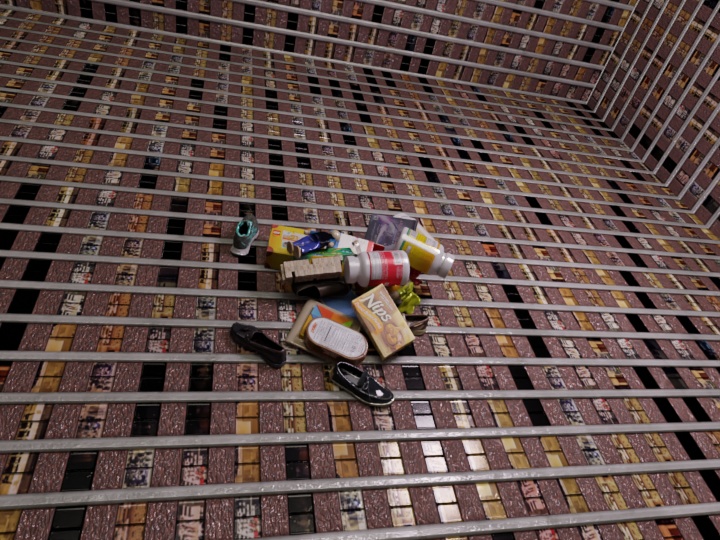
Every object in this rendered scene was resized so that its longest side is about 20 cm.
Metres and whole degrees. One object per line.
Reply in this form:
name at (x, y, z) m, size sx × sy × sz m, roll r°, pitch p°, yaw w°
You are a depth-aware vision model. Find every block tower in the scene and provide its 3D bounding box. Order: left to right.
block tower at (-0.151, -0.002, 1.664) m, size 0.195 × 0.054 × 0.059 m, roll -8°, pitch 70°, yaw -13°

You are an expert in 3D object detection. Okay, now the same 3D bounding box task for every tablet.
tablet at (-0.054, 0.115, 1.735) m, size 0.128 × 0.014 × 0.201 m, roll -17°, pitch 52°, yaw -33°

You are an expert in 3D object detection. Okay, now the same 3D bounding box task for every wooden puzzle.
wooden puzzle at (-0.107, 0.181, 1.613) m, size 0.196 × 0.038 × 0.186 m, roll 20°, pitch 45°, yaw 7°

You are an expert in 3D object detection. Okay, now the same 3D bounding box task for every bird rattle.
bird rattle at (0.131, 0.048, 1.808) m, size 0.159 × 0.114 × 0.202 m, roll -4°, pitch 40°, yaw 9°

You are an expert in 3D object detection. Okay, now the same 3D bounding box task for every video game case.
video game case at (0.104, -0.123, 1.919) m, size 0.197 × 0.146 × 0.019 m, roll 11°, pitch -8°, yaw 35°

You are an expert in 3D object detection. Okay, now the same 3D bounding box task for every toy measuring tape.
toy measuring tape at (0.000, 0.000, 1.784) m, size 0.073 × 0.073 × 0.204 m, roll -27°, pitch 101°, yaw -40°

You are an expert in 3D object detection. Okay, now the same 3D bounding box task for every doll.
doll at (-0.145, -0.097, 1.727) m, size 0.198 × 0.049 × 0.135 m, roll -21°, pitch 37°, yaw -38°

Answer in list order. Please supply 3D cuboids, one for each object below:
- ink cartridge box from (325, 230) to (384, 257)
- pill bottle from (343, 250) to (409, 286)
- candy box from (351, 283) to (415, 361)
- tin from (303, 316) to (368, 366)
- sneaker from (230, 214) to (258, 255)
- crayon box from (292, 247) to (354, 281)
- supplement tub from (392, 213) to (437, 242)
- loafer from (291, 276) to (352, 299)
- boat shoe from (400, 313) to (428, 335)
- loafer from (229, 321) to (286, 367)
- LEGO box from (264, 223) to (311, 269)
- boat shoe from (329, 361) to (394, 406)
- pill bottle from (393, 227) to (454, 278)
ink cartridge box at (-0.023, -0.058, 1.849) m, size 0.196 × 0.117 × 0.068 m, roll 16°, pitch 61°, yaw -1°
pill bottle at (0.050, -0.005, 1.700) m, size 0.195 × 0.114 × 0.113 m, roll -2°, pitch 43°, yaw -15°
candy box at (0.067, 0.157, 1.627) m, size 0.114 × 0.055 × 0.202 m, roll -28°, pitch 73°, yaw -13°
tin at (-0.071, 0.205, 1.557) m, size 0.196 × 0.042 × 0.113 m, roll 23°, pitch 41°, yaw 3°
sneaker at (-0.395, -0.143, 1.845) m, size 0.076 × 0.092 × 0.202 m, roll 11°, pitch 41°, yaw -7°
crayon box at (-0.124, -0.007, 1.747) m, size 0.195 × 0.121 × 0.058 m, roll -3°, pitch 27°, yaw -15°
supplement tub at (0.186, -0.103, 1.958) m, size 0.142 × 0.146 × 0.201 m, roll -16°, pitch 50°, yaw -32°
loafer at (-0.123, 0.066, 1.700) m, size 0.195 × 0.074 × 0.072 m, roll -3°, pitch 34°, yaw -7°
boat shoe at (0.126, 0.164, 1.696) m, size 0.195 × 0.073 × 0.073 m, roll 4°, pitch 42°, yaw -15°
loafer at (-0.290, 0.198, 1.522) m, size 0.198 × 0.064 × 0.072 m, roll 32°, pitch 42°, yaw 16°
LEGO box at (-0.224, -0.071, 1.834) m, size 0.195 × 0.078 × 0.151 m, roll 10°, pitch 41°, yaw -8°
boat shoe at (0.007, 0.319, 1.493) m, size 0.197 × 0.063 × 0.075 m, roll 26°, pitch 39°, yaw 8°
pill bottle at (0.213, -0.055, 1.795) m, size 0.197 × 0.114 × 0.113 m, roll 26°, pitch 41°, yaw 2°
